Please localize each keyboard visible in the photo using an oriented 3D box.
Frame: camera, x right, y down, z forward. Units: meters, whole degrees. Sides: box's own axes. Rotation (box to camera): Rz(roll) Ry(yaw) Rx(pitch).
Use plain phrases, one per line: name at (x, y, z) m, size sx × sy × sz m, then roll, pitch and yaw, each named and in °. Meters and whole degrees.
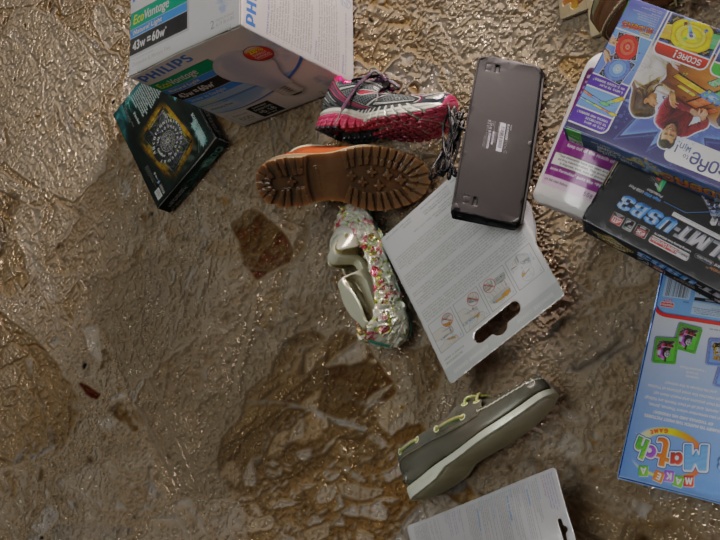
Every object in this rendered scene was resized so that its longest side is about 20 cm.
keyboard at (0.131, -0.135, 1.324) m, size 0.040 × 0.104 × 0.200 m, roll 109°, pitch 174°, yaw -64°

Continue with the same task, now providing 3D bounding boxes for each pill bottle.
pill bottle at (0.252, -0.140, 1.210) m, size 0.112 × 0.112 × 0.200 m, roll 26°, pitch 96°, yaw 42°

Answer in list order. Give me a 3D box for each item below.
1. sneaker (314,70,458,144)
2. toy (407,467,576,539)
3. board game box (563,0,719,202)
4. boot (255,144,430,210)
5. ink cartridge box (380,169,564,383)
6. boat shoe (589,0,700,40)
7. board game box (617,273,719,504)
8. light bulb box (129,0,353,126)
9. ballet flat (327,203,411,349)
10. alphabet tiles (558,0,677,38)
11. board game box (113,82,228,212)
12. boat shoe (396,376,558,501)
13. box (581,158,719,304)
sneaker at (0.027, -0.192, 1.444) m, size 0.200 × 0.081 × 0.075 m, roll 5°, pitch 79°, yaw 42°
toy at (0.138, 0.279, 1.235) m, size 0.200 × 0.047 × 0.115 m, roll -29°, pitch 63°, yaw 36°
board game box at (0.294, -0.138, 1.080) m, size 0.200 × 0.034 × 0.135 m, roll 26°, pitch 83°, yaw 20°
boot at (-0.010, -0.118, 1.458) m, size 0.200 × 0.107 × 0.075 m, roll 3°, pitch 108°, yaw 15°
ink cartridge box at (0.122, -0.003, 1.331) m, size 0.163 × 0.057 × 0.200 m, roll -41°, pitch 59°, yaw 24°
boat shoe at (0.311, -0.297, 1.223) m, size 0.200 × 0.076 × 0.074 m, roll -46°, pitch 56°, yaw 22°
board game box at (0.323, 0.107, 1.129) m, size 0.151 × 0.037 × 0.200 m, roll 9°, pitch 82°, yaw 42°
light bulb box at (-0.145, -0.286, 1.539) m, size 0.198 × 0.200 × 0.125 m, roll -16°, pitch 68°, yaw 38°
ballet flat at (0.000, 0.000, 1.416) m, size 0.076 × 0.064 × 0.200 m, roll -56°, pitch 45°, yaw 43°
alphabet tiles at (0.277, -0.348, 1.320) m, size 0.166 × 0.006 × 0.200 m, roll -16°, pitch 68°, yaw 37°
board game box at (-0.263, -0.195, 1.731) m, size 0.135 × 0.028 × 0.200 m, roll -46°, pitch 52°, yaw 21°
boat shoe at (0.113, 0.160, 1.274) m, size 0.202 × 0.072 × 0.060 m, roll -42°, pitch 59°, yaw 29°
box at (0.328, -0.076, 1.098) m, size 0.200 × 0.050 × 0.199 m, roll 29°, pitch 85°, yaw 20°
